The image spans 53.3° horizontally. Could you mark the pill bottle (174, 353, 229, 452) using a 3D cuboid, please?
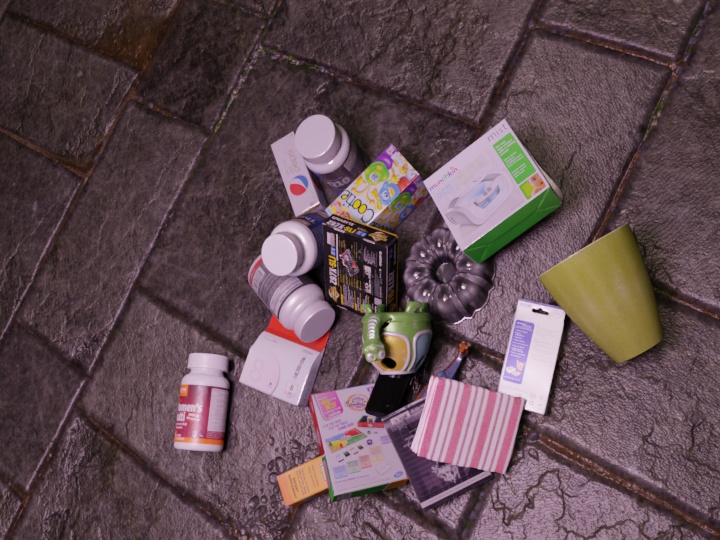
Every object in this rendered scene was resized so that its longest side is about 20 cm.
[{"bbox_3d":[-0.345,0.290,1.578,0.107,0.109,0.206,-2,75,22],"label":"pill bottle"}]

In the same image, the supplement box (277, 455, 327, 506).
[{"bbox_3d":[-0.067,0.408,1.451,0.196,0.069,0.068,-27,68,10],"label":"supplement box"}]

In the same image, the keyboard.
[{"bbox_3d":[0.088,0.209,1.430,0.102,0.040,0.203,2,53,37],"label":"keyboard"}]

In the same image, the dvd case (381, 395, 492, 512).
[{"bbox_3d":[0.144,0.331,1.336,0.146,0.016,0.204,-25,101,1],"label":"dvd case"}]

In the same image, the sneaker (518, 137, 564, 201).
[{"bbox_3d":[0.293,-0.179,1.450,0.145,0.077,0.204,-36,66,7],"label":"sneaker"}]

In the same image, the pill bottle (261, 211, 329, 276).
[{"bbox_3d":[-0.125,-0.054,1.494,0.108,0.200,0.114,5,105,20],"label":"pill bottle"}]

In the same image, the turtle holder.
[{"bbox_3d":[0.070,0.128,1.359,0.137,0.186,0.136,-2,86,-1],"label":"turtle holder"}]

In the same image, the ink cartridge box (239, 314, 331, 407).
[{"bbox_3d":[-0.161,0.175,1.566,0.159,0.057,0.205,16,87,26],"label":"ink cartridge box"}]

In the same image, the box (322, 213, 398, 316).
[{"bbox_3d":[0.000,0.000,1.472,0.157,0.204,0.049,21,41,28],"label":"box"}]

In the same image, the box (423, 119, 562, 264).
[{"bbox_3d":[0.250,-0.148,1.369,0.198,0.096,0.179,-35,60,17],"label":"box"}]

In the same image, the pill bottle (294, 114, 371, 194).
[{"bbox_3d":[-0.059,-0.248,1.551,0.111,0.200,0.117,-6,73,21],"label":"pill bottle"}]

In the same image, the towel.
[{"bbox_3d":[0.199,0.282,1.310,0.195,0.030,0.150,15,94,-15],"label":"towel"}]

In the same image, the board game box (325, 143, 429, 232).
[{"bbox_3d":[0.040,-0.149,1.535,0.200,0.105,0.104,-44,64,7],"label":"board game box"}]

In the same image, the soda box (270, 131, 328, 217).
[{"bbox_3d":[-0.139,-0.213,1.652,0.067,0.064,0.204,-27,68,14],"label":"soda box"}]

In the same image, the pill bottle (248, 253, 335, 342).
[{"bbox_3d":[-0.147,0.053,1.547,0.116,0.116,0.200,-47,60,5],"label":"pill bottle"}]

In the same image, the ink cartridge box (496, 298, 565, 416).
[{"bbox_3d":[0.327,0.163,1.365,0.097,0.039,0.205,12,82,25],"label":"ink cartridge box"}]

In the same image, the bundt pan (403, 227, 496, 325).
[{"bbox_3d":[0.172,0.004,1.454,0.197,0.076,0.208,-6,74,22],"label":"bundt pan"}]

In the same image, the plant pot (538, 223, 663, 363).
[{"bbox_3d":[0.447,0.053,1.282,0.185,0.187,0.203,-31,81,12],"label":"plant pot"}]

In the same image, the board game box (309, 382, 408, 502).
[{"bbox_3d":[-0.007,0.327,1.391,0.149,0.041,0.204,-7,59,-16],"label":"board game box"}]

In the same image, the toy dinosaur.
[{"bbox_3d":[0.147,0.223,1.395,0.196,0.105,0.186,8,69,30],"label":"toy dinosaur"}]
